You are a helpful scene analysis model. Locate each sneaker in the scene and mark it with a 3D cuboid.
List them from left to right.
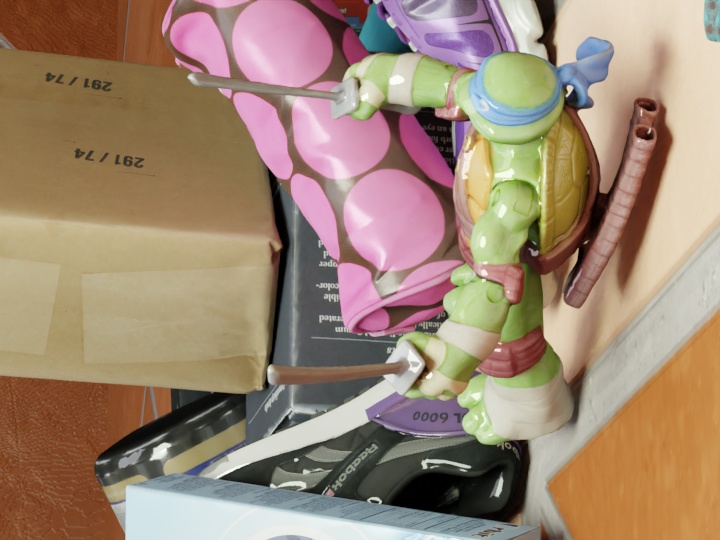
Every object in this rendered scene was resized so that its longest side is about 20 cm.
[{"bbox_3d":[-0.015,0.120,1.088,0.076,0.200,0.088,49,-167,-34],"label":"sneaker"},{"bbox_3d":[0.033,-0.130,1.082,0.081,0.083,0.200,-167,62,-76],"label":"sneaker"}]

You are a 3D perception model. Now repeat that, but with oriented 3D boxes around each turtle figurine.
[{"bbox_3d":[0.023,-0.011,0.941,0.144,0.200,0.194,45,165,33],"label":"turtle figurine"}]

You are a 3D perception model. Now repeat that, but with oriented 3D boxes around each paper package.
[{"bbox_3d":[-0.151,-0.031,1.214,0.191,0.200,0.104,-101,19,-56],"label":"paper package"}]

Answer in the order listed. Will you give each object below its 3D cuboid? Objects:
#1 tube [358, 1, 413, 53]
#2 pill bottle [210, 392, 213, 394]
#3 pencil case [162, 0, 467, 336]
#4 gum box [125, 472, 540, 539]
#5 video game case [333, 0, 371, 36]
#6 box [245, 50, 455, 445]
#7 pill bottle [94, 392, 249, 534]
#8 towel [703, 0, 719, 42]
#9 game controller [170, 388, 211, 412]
[{"bbox_3d":[0.029,-0.143,1.257,0.050,0.077,0.200,48,161,3],"label":"tube"},{"bbox_3d":[-0.032,0.002,1.376,0.106,0.106,0.200,-138,52,-76],"label":"pill bottle"},{"bbox_3d":[-0.017,-0.059,1.106,0.094,0.091,0.200,-43,70,36],"label":"pencil case"},{"bbox_3d":[-0.017,0.190,1.038,0.045,0.200,0.170,-9,-79,-58],"label":"gum box"},{"bbox_3d":[-0.049,-0.079,1.425,0.017,0.143,0.200,20,109,46],"label":"video game case"},{"bbox_3d":[0.000,0.000,1.218,0.148,0.104,0.200,129,142,-71],"label":"box"},{"bbox_3d":[-0.061,0.172,1.300,0.200,0.112,0.112,64,169,-3],"label":"pill bottle"},{"bbox_3d":[0.148,-0.173,0.740,0.147,0.022,0.200,-149,63,-78],"label":"towel"},{"bbox_3d":[-0.072,0.050,1.489,0.200,0.042,0.104,-46,-47,-56],"label":"game controller"}]
